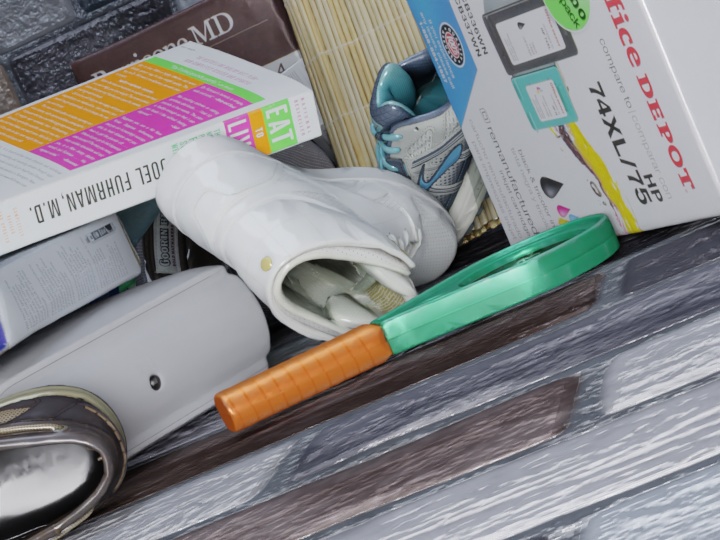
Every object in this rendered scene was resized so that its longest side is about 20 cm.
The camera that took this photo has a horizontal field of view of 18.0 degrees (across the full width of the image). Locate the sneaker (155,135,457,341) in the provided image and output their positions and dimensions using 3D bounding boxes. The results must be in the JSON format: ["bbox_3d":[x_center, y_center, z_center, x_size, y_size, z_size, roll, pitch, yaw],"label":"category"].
[{"bbox_3d":[0.000,0.000,1.130,0.199,0.116,0.074,10,-64,-48],"label":"sneaker"}]

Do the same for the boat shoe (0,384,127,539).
[{"bbox_3d":[-0.189,0.102,0.931,0.199,0.075,0.073,-27,6,-10],"label":"boat shoe"}]

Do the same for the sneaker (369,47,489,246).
[{"bbox_3d":[0.033,-0.076,1.226,0.086,0.078,0.200,12,-47,-30],"label":"sneaker"}]

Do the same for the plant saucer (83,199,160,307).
[{"bbox_3d":[-0.172,-0.002,1.264,0.201,0.039,0.201,-51,-1,-1],"label":"plant saucer"}]

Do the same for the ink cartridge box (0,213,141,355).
[{"bbox_3d":[-0.226,0.043,1.079,0.199,0.041,0.200,-24,6,21],"label":"ink cartridge box"}]

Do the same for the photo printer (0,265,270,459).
[{"bbox_3d":[-0.161,0.073,1.087,0.166,0.070,0.200,-19,8,43],"label":"photo printer"}]

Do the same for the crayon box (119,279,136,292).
[{"bbox_3d":[-0.107,0.006,1.508,0.199,0.059,0.119,-24,6,7],"label":"crayon box"}]

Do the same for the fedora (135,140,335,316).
[{"bbox_3d":[-0.066,-0.026,1.341,0.090,0.178,0.200,8,14,-23],"label":"fedora"}]

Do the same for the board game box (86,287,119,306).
[{"bbox_3d":[-0.234,0.037,1.347,0.199,0.153,0.045,-28,47,-32],"label":"board game box"}]

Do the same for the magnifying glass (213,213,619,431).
[{"bbox_3d":[0.027,0.021,1.024,0.199,0.022,0.080,-27,6,-14],"label":"magnifying glass"}]

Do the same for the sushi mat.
[{"bbox_3d":[0.019,-0.101,1.323,0.095,0.201,0.012,-26,-20,21],"label":"sushi mat"}]

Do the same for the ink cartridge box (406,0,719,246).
[{"bbox_3d":[0.147,-0.109,1.074,0.146,0.147,0.200,-26,6,-24],"label":"ink cartridge box"}]

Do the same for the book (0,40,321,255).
[{"bbox_3d":[-0.137,-0.059,1.149,0.199,0.048,0.133,-22,20,-26],"label":"book"}]

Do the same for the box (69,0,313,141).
[{"bbox_3d":[-0.081,-0.102,1.670,0.165,0.201,0.164,-23,6,15],"label":"box"}]

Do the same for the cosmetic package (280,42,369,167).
[{"bbox_3d":[0.017,-0.092,1.446,0.082,0.051,0.200,-39,-24,3],"label":"cosmetic package"}]
